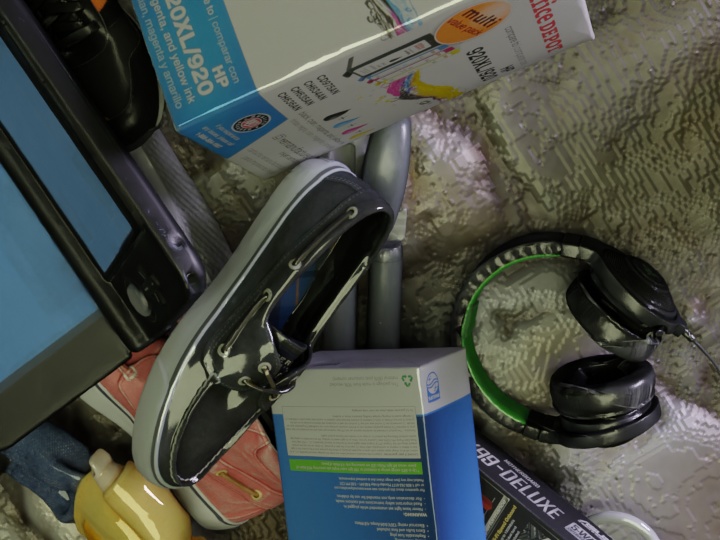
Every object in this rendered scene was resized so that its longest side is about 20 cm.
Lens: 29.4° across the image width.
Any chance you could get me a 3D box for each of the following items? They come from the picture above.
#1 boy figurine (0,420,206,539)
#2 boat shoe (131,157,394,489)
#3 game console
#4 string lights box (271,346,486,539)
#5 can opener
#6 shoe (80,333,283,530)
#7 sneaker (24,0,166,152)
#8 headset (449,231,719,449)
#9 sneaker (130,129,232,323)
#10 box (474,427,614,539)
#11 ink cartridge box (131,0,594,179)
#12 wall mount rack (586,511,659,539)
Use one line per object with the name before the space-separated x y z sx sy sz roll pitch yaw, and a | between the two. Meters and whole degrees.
boy figurine | -0.147 0.158 0.830 0.199 0.064 0.125 38 141 8
boat shoe | -0.052 0.034 0.732 0.068 0.056 0.201 30 90 -52
game console | -0.191 -0.027 0.700 0.116 0.176 0.201 -35 90 -24
string lights box | 0.014 0.148 0.772 0.102 0.059 0.202 -3 97 32
can opener | 0.000 0.000 0.804 0.052 0.067 0.202 2 113 0
shoe | -0.102 0.064 0.813 0.090 0.072 0.201 -26 111 29
sneaker | -0.171 -0.152 0.711 0.069 0.090 0.202 -27 79 7
headset | 0.148 0.052 0.796 0.198 0.094 0.125 12 109 10
sneaker | -0.146 -0.025 0.789 0.104 0.075 0.201 -30 94 9
box | 0.044 0.204 0.833 0.157 0.050 0.201 36 109 26
ink cartridge box | -0.003 -0.158 0.684 0.198 0.147 0.146 -22 80 10
wall mount rack | 0.156 0.261 0.875 0.172 0.075 0.202 -19 105 22
